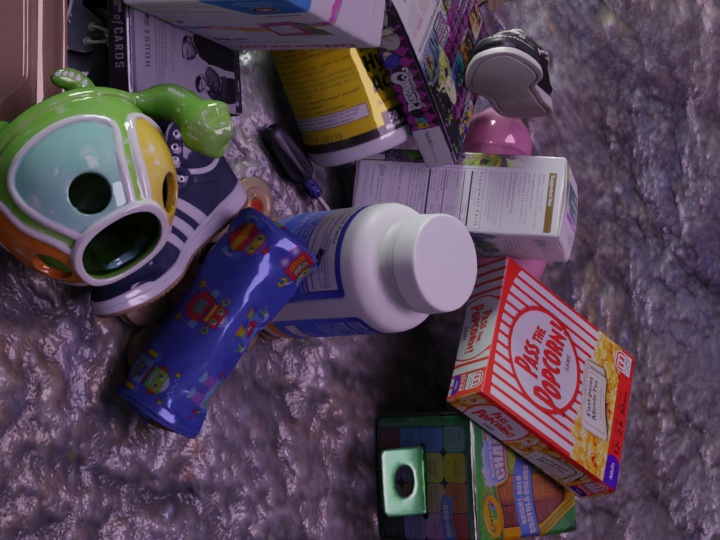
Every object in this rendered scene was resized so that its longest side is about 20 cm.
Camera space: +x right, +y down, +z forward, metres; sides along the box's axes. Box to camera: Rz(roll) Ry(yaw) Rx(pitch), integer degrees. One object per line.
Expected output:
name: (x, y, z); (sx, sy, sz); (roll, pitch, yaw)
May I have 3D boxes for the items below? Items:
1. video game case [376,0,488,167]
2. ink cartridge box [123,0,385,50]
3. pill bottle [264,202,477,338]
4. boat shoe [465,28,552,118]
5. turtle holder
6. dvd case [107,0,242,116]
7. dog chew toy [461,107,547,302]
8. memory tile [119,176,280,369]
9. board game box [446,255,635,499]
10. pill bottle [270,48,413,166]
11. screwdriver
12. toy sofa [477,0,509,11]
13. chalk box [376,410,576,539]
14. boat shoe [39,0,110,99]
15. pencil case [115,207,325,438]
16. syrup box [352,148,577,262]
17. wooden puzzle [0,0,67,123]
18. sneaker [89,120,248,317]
video game case: (0.064, -0.224, 1.592); (0.200, 0.036, 0.181); (-71, 144, -48)
ink cartridge box: (-0.080, -0.237, 1.401); (0.200, 0.144, 0.085); (8, 85, -68)
pill bottle: (0.000, 0.000, 1.492); (0.112, 0.200, 0.112); (6, 82, -47)
boat shoe: (0.143, -0.195, 1.628); (0.200, 0.074, 0.060); (26, 60, -69)
turtle holder: (-0.192, -0.064, 1.314); (0.185, 0.132, 0.141); (-17, 138, -29)
dvd case: (-0.154, -0.208, 1.446); (0.200, 0.025, 0.150); (-5, 94, -68)
dog chew toy: (0.130, -0.070, 1.724); (0.124, 0.124, 0.200); (29, 58, -41)
memory tile: (-0.136, 0.005, 1.505); (0.200, 0.017, 0.153); (-19, 100, -45)
board game box: (0.174, 0.103, 1.635); (0.200, 0.046, 0.152); (36, 51, -31)
pill bottle: (-0.026, -0.205, 1.573); (0.111, 0.111, 0.200); (-35, 111, -43)
screwdriver: (-0.028, -0.058, 1.611); (0.200, 0.029, 0.028); (50, 53, -25)
toy sofa: (0.118, -0.371, 1.776); (0.200, 0.098, 0.083); (66, 22, -19)
chalk box: (0.098, 0.196, 1.656); (0.200, 0.124, 0.125); (0, 86, -47)
boat shoe: (-0.220, -0.202, 1.403); (0.073, 0.062, 0.200); (16, 75, -45)
pencil case: (-0.117, 0.044, 1.426); (0.200, 0.078, 0.087); (-55, 158, -7)
syrup box: (0.098, -0.062, 1.613); (0.079, 0.200, 0.082); (49, 46, -69)
wooden puzzle: (-0.318, -0.170, 1.321); (0.200, 0.037, 0.185); (3, 85, -42)
sneaker: (-0.173, -0.053, 1.407); (0.200, 0.070, 0.109); (-50, 126, -45)
